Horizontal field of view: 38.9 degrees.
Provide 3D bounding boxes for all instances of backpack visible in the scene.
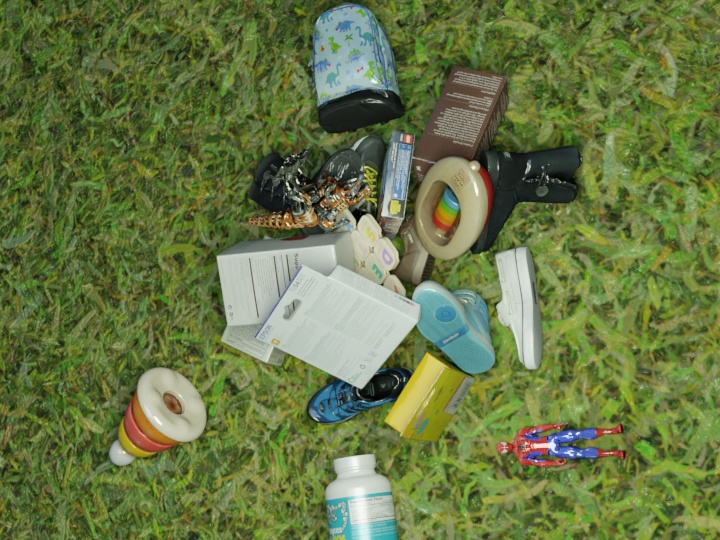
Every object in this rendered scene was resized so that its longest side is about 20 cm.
[{"bbox_3d":[-0.012,-0.365,1.788,0.161,0.154,0.203,-8,64,24],"label":"backpack"}]

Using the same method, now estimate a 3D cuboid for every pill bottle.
[{"bbox_3d":[0.002,0.402,1.638,0.109,0.111,0.203,-12,75,16],"label":"pill bottle"}]

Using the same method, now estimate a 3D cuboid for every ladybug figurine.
[{"bbox_3d":[0.152,-0.102,1.599,0.071,0.201,0.137,-19,65,-31],"label":"ladybug figurine"}]

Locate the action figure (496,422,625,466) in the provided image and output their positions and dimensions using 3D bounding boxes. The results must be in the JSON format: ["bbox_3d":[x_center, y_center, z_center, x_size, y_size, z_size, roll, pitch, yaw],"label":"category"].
[{"bbox_3d":[0.309,0.272,1.592,0.197,0.052,0.066,-8,81,20],"label":"action figure"}]

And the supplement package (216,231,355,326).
[{"bbox_3d":[-0.115,0.012,1.659,0.197,0.121,0.122,-5,101,13],"label":"supplement package"}]

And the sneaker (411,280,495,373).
[{"bbox_3d":[0.143,0.060,1.621,0.079,0.200,0.131,-24,36,21],"label":"sneaker"}]

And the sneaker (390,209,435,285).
[{"bbox_3d":[0.102,-0.079,1.719,0.075,0.070,0.202,17,85,22],"label":"sneaker"}]

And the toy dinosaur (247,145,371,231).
[{"bbox_3d":[-0.086,-0.117,1.639,0.198,0.102,0.137,-27,107,-11],"label":"toy dinosaur"}]

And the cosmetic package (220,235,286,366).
[{"bbox_3d":[-0.153,0.054,1.780,0.104,0.071,0.202,24,88,20],"label":"cosmetic package"}]

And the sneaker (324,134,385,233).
[{"bbox_3d":[0.006,-0.132,1.749,0.084,0.074,0.202,26,98,54],"label":"sneaker"}]

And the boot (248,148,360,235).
[{"bbox_3d":[-0.101,-0.163,1.772,0.166,0.065,0.200,-56,38,0],"label":"boot"}]

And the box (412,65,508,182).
[{"bbox_3d":[0.169,-0.235,1.693,0.099,0.075,0.202,16,63,21],"label":"box"}]

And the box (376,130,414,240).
[{"bbox_3d":[0.054,-0.134,1.678,0.039,0.200,0.139,9,82,-1],"label":"box"}]

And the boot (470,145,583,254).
[{"bbox_3d":[0.266,-0.111,1.654,0.166,0.202,0.077,-1,39,-10],"label":"boot"}]

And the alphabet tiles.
[{"bbox_3d":[0.000,0.000,1.698,0.197,0.014,0.201,55,142,19],"label":"alphabet tiles"}]

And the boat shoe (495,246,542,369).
[{"bbox_3d":[0.250,0.062,1.641,0.065,0.072,0.203,-10,76,21],"label":"boat shoe"}]

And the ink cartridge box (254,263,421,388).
[{"bbox_3d":[-0.037,0.079,1.567,0.198,0.044,0.197,27,134,-11],"label":"ink cartridge box"}]

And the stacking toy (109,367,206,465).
[{"bbox_3d":[-0.382,0.279,1.803,0.200,0.145,0.147,-40,69,25],"label":"stacking toy"}]

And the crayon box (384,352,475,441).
[{"bbox_3d":[0.107,0.199,1.593,0.051,0.200,0.128,33,91,22],"label":"crayon box"}]

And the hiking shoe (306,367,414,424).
[{"bbox_3d":[-0.007,0.201,1.693,0.198,0.087,0.075,-22,73,14],"label":"hiking shoe"}]
